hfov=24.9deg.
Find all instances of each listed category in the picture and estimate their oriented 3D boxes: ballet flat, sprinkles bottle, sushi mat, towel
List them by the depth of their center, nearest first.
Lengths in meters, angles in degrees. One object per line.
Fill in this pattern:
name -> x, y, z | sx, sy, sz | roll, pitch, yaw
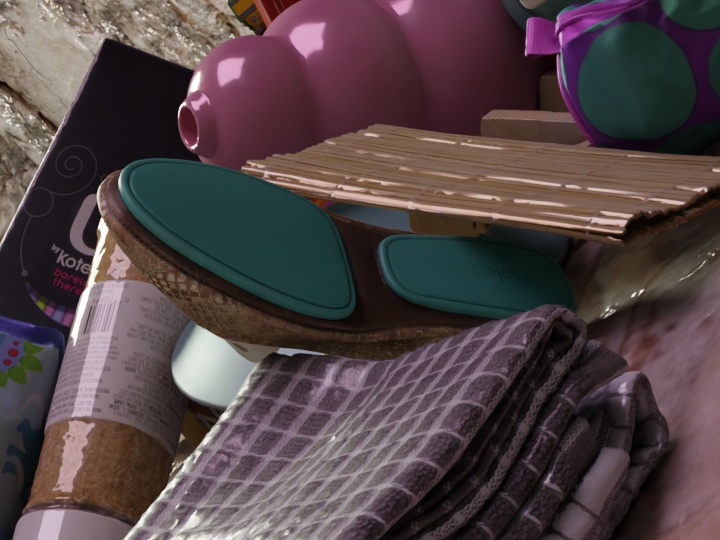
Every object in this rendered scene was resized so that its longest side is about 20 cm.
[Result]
towel -> -0.014, 0.098, 0.493 | 0.165, 0.086, 0.200 | -25, 21, 53
ballet flat -> -0.012, 0.012, 0.605 | 0.065, 0.198, 0.071 | -52, 34, 38
sushi mat -> 0.051, -0.038, 0.655 | 0.199, 0.012, 0.095 | 10, 22, 41
sprinkles bottle -> -0.118, 0.065, 0.803 | 0.068, 0.068, 0.202 | -29, 42, 46

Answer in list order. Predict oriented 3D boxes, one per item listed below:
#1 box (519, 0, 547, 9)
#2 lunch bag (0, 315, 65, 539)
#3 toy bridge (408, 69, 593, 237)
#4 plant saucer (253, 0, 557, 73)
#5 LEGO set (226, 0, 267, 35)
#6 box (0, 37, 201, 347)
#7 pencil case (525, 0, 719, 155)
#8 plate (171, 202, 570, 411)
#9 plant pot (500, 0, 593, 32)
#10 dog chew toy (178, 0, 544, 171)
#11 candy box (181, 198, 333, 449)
box -> 0.130, -0.210, 0.634 | 0.200, 0.109, 0.128 | -38, 5, -33
lunch bag -> -0.221, 0.139, 0.841 | 0.201, 0.126, 0.171 | 103, -175, -51
toy bridge -> 0.090, -0.060, 0.770 | 0.067, 0.027, 0.200 | 4, 22, 25
plant saucer -> 0.019, -0.170, 0.949 | 0.198, 0.201, 0.037 | -21, 13, 30
LEGO set -> 0.017, -0.155, 1.069 | 0.115, 0.201, 0.154 | -35, -7, 21
box -> -0.133, -0.015, 0.972 | 0.106, 0.121, 0.202 | 87, -155, -71
pencil case -> 0.166, -0.117, 0.645 | 0.199, 0.092, 0.086 | -34, 39, 40
plate -> 0.000, 0.000, 0.759 | 0.198, 0.026, 0.201 | -19, 24, 8
plant pot -> 0.137, -0.183, 0.799 | 0.201, 0.199, 0.135 | -51, -12, -36
dog chew toy -> -0.002, -0.091, 0.853 | 0.198, 0.126, 0.124 | -15, -3, -30
candy box -> -0.028, 0.010, 0.912 | 0.116, 0.057, 0.200 | -34, 13, 33
